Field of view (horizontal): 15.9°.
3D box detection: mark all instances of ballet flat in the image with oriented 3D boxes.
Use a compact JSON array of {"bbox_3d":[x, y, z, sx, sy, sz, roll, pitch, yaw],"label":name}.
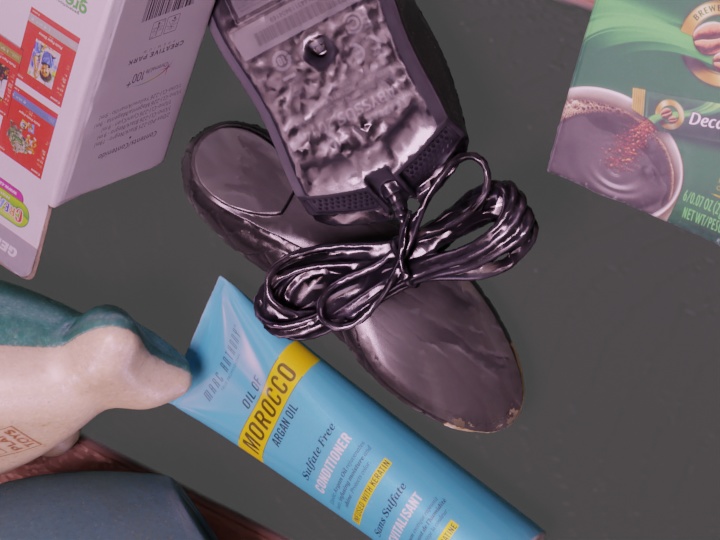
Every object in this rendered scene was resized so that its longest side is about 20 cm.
[{"bbox_3d":[0.000,0.000,1.201,0.200,0.057,0.066,42,88,2],"label":"ballet flat"}]

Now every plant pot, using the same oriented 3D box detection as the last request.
[{"bbox_3d":[-0.124,0.176,1.260,0.135,0.200,0.200,-33,93,-2],"label":"plant pot"}]

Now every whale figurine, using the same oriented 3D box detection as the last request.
[{"bbox_3d":[-0.183,0.039,1.267,0.199,0.159,0.104,-12,62,24],"label":"whale figurine"}]

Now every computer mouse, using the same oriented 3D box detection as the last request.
[{"bbox_3d":[-0.008,-0.078,1.150,0.138,0.053,0.201,-21,88,19],"label":"computer mouse"}]

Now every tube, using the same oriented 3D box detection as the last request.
[{"bbox_3d":[-0.004,0.088,1.235,0.200,0.050,0.078,35,114,17],"label":"tube"}]

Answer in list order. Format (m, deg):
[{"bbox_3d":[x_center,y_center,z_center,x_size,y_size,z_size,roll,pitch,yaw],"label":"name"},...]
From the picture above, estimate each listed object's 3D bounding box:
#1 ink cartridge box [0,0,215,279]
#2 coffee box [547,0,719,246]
[{"bbox_3d":[-0.175,-0.124,1.160,0.200,0.084,0.176,35,124,20],"label":"ink cartridge box"},{"bbox_3d":[0.160,-0.112,1.069,0.123,0.044,0.200,25,118,17],"label":"coffee box"}]
